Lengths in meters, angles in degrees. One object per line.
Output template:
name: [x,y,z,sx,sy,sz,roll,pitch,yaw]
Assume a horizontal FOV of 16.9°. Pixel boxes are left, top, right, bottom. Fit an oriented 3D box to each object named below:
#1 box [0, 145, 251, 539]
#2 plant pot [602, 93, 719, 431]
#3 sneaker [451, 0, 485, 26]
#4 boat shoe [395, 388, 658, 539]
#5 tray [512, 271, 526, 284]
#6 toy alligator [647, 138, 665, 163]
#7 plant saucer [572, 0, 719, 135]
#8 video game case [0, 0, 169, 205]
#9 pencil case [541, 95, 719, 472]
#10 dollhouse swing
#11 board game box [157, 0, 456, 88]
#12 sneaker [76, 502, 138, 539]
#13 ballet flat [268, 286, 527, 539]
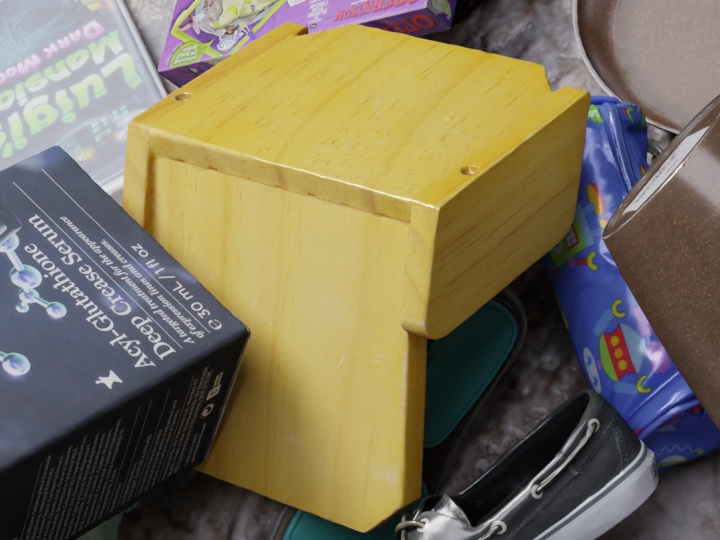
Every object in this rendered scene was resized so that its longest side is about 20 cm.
box: [-0.180,0.054,1.160,0.148,0.107,0.200,42,48,20]
plant pot: [0.214,0.016,1.111,0.200,0.187,0.187,40,77,-2]
sneaker: [0.081,-0.230,1.395,0.200,0.075,0.078,-40,56,-9]
boat shoe: [0.049,0.130,1.163,0.200,0.057,0.069,-35,16,-3]
tray: [0.003,-0.054,1.344,0.199,0.037,0.099,7,65,19]
toy alligator: [0.230,-0.030,1.258,0.200,0.060,0.054,29,29,35]
plant saucer: [0.216,-0.143,1.323,0.199,0.032,0.201,-7,57,10]
video game case: [-0.216,-0.087,1.434,0.199,0.023,0.182,-28,59,1]
pencil case: [0.139,0.004,1.233,0.078,0.087,0.201,-4,62,-32]
dollhouse swing: [0.000,0.000,1.226,0.199,0.176,0.182,15,38,37]
board game box: [-0.023,-0.175,1.380,0.199,0.032,0.120,-8,54,38]
sneaker: [-0.112,0.083,1.283,0.118,0.074,0.201,-7,63,9]
ballet flat: [0.016,0.087,1.250,0.200,0.067,0.064,-55,19,4]
